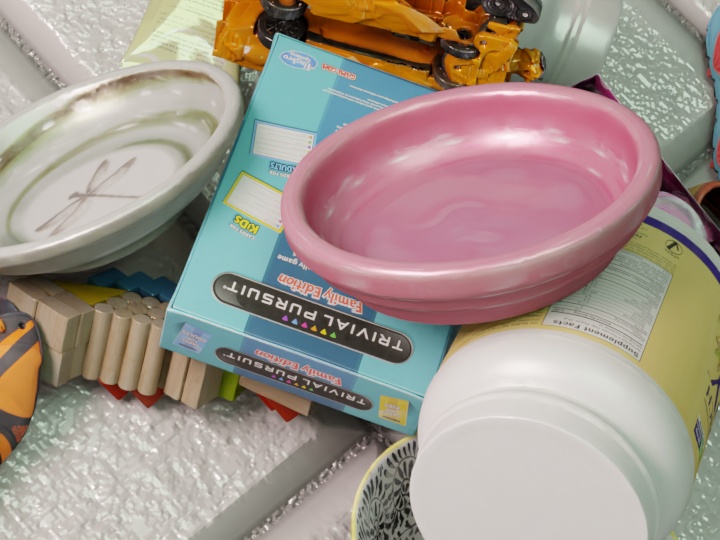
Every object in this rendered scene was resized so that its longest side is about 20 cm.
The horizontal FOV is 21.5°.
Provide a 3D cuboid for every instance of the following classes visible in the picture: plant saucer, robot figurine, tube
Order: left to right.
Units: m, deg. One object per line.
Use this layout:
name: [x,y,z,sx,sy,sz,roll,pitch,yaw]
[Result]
plant saucer: [-0.153,-0.049,1.084,0.200,0.200,0.050,-43,125,-30]
tube: [-0.096,-0.201,1.229,0.058,0.052,0.201,-4,59,28]
robot figurine: [0.014,-0.150,1.123,0.199,0.145,0.058,14,53,1]
plant saucer: [0.060,-0.033,0.993,0.200,0.051,0.201,-9,31,6]

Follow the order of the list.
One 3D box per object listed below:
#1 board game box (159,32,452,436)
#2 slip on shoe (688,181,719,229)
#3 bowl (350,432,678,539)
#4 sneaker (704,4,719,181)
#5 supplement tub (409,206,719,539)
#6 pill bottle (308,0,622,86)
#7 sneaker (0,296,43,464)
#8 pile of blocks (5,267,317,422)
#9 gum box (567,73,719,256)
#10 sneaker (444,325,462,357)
board game box: [-0.010,-0.024,1.074,0.151,0.047,0.200,20,58,-1]
slip on shoe: [0.257,0.029,1.198,0.074,0.061,0.200,-25,74,-29]
bowl: [0.076,0.188,1.034,0.200,0.094,0.201,14,39,-12]
sneaker: [0.282,-0.120,1.271,0.079,0.096,0.201,1,63,-16]
supplement tub: [0.115,0.067,1.001,0.145,0.146,0.200,31,40,0]
pill bottle: [0.059,-0.172,1.219,0.199,0.116,0.117,21,59,-5]
sneaker: [-0.246,0.026,1.021,0.112,0.077,0.201,-39,117,-37]
pile of blocks: [-0.107,0.046,1.093,0.199,0.062,0.082,12,28,-8]
gum box: [0.161,-0.004,1.163,0.066,0.114,0.200,-28,75,-28]
sneaker: [0.000,0.000,1.135,0.200,0.074,0.082,35,56,4]
